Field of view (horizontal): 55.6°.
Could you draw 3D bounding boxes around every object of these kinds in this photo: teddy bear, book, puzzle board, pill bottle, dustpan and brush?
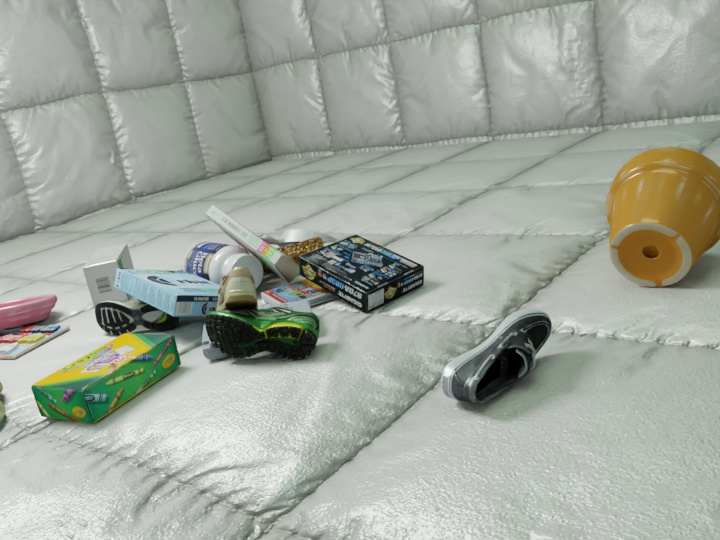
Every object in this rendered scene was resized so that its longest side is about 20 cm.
[{"bbox_3d":[-0.178,-0.021,1.604,0.199,0.067,0.145,-15,-1,-12],"label":"teddy bear"},{"bbox_3d":[-0.231,-0.060,1.484,0.200,0.048,0.134,35,-7,19],"label":"book"},{"bbox_3d":[-0.749,0.150,1.461,0.199,0.017,0.151,-4,18,25],"label":"puzzle board"},{"bbox_3d":[-0.304,-0.003,1.520,0.111,0.112,0.200,-23,20,-37],"label":"pill bottle"},{"bbox_3d":[-0.170,-0.071,1.677,0.199,0.058,0.139,22,-22,-39],"label":"dustpan and brush"}]

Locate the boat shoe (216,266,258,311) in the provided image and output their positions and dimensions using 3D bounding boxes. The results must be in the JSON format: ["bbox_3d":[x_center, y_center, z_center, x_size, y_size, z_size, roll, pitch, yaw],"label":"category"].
[{"bbox_3d":[-0.212,0.039,1.179,0.072,0.065,0.200,-2,-11,-14],"label":"boat shoe"}]

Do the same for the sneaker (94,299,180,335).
[{"bbox_3d":[-0.449,0.089,1.400,0.199,0.074,0.081,1,12,12],"label":"sneaker"}]

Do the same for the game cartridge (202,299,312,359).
[{"bbox_3d":[-0.182,0.102,1.224,0.199,0.041,0.133,-13,20,-7],"label":"game cartridge"}]

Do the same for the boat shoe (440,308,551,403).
[{"bbox_3d":[0.195,0.111,0.885,0.199,0.072,0.068,-25,19,-32],"label":"boat shoe"}]

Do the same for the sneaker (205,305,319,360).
[{"bbox_3d":[-0.162,0.098,1.132,0.199,0.078,0.085,7,26,10],"label":"sneaker"}]

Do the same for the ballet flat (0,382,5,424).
[{"bbox_3d":[-0.616,0.204,1.103,0.070,0.071,0.200,-17,18,-22],"label":"ballet flat"}]

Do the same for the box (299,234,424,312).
[{"bbox_3d":[0.000,0.000,1.342,0.159,0.046,0.200,-24,37,-38],"label":"box"}]

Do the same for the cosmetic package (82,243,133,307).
[{"bbox_3d":[-0.619,0.008,1.695,0.084,0.108,0.200,-13,18,-8],"label":"cosmetic package"}]

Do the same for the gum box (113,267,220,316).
[{"bbox_3d":[-0.358,0.042,1.355,0.199,0.045,0.170,19,9,36],"label":"gum box"}]

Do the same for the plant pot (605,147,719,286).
[{"bbox_3d":[0.503,-0.075,1.144,0.199,0.201,0.183,1,36,35],"label":"plant pot"}]

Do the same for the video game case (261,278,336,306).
[{"bbox_3d":[-0.089,0.038,1.411,0.199,0.018,0.143,-18,18,-24],"label":"video game case"}]

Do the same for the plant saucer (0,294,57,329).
[{"bbox_3d":[-0.798,0.099,1.563,0.199,0.051,0.201,-9,6,1],"label":"plant saucer"}]

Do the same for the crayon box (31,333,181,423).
[{"bbox_3d":[-0.403,0.168,1.100,0.118,0.059,0.200,-2,19,28],"label":"crayon box"}]
